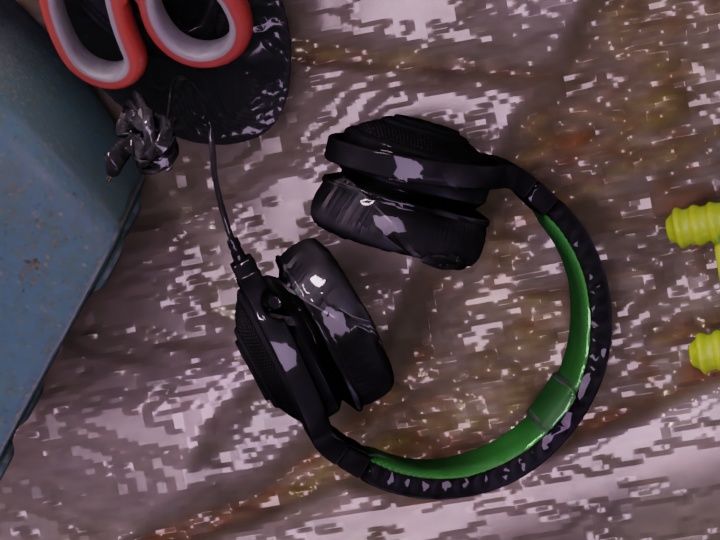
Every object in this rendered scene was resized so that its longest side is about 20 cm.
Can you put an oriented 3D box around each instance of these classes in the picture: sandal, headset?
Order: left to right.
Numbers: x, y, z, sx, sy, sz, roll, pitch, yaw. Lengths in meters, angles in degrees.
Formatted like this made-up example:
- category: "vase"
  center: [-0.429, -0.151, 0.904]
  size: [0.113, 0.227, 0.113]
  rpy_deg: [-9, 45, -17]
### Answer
- category: "sandal"
  center: [-0.081, -0.124, 0.841]
  size: [0.075, 0.048, 0.201]
  rpy_deg: [-22, 117, 3]
- category: "headset"
  center: [0.000, 0.000, 0.853]
  size: [0.200, 0.094, 0.124]
  rpy_deg: [35, 92, -13]

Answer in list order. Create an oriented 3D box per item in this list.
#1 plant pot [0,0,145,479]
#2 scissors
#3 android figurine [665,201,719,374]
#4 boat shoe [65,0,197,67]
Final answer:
- category: "plant pot"
  center: [-0.188, -0.023, 0.859]
  size: [0.199, 0.196, 0.197]
  rpy_deg: [28, 101, -6]
- category: "scissors"
  center: [-0.082, -0.140, 0.779]
  size: [0.073, 0.014, 0.201]
  rpy_deg: [2, 132, 15]
- category: "android figurine"
  center: [0.208, -0.010, 0.851]
  size: [0.199, 0.041, 0.183]
  rpy_deg: [-8, 95, 11]
- category: "boat shoe"
  center: [-0.110, -0.159, 0.888]
  size: [0.073, 0.062, 0.201]
  rpy_deg: [-31, 109, -4]
